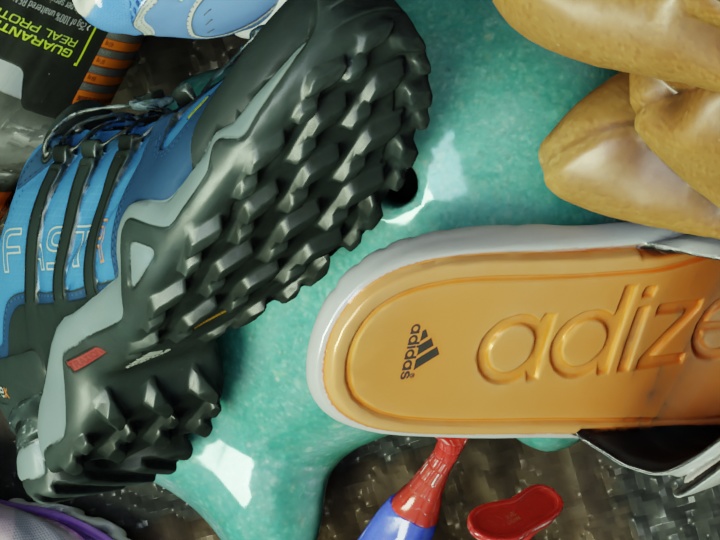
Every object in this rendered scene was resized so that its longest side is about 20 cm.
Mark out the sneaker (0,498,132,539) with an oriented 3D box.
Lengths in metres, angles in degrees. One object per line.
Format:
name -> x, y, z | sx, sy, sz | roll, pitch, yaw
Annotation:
sneaker -> -0.141, 0.094, 0.853 | 0.199, 0.088, 0.081 | 30, 99, 8

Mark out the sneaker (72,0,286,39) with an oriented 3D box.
sneaker -> -0.041, -0.149, 0.708 | 0.077, 0.076, 0.201 | -13, 115, -23

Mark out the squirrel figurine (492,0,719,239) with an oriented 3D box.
squirrel figurine -> 0.128, -0.077, 0.651 | 0.199, 0.187, 0.142 | 22, 82, 13

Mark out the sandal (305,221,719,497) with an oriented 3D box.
sandal -> 0.084, 0.027, 0.753 | 0.059, 0.206, 0.080 | 47, 134, 47

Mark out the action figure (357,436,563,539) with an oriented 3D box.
action figure -> -0.009, 0.121, 0.816 | 0.065, 0.052, 0.200 | 50, 134, 27

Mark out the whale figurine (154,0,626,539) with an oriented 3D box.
whale figurine -> 0.000, 0.000, 0.804 | 0.159, 0.104, 0.200 | 41, 103, 7

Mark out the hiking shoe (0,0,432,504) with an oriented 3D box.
hiking shoe -> -0.057, -0.019, 0.750 | 0.200, 0.074, 0.087 | -50, 63, 39

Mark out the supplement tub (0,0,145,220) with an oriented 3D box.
supplement tub -> -0.105, -0.117, 0.811 | 0.122, 0.122, 0.201 | 31, 100, 9
